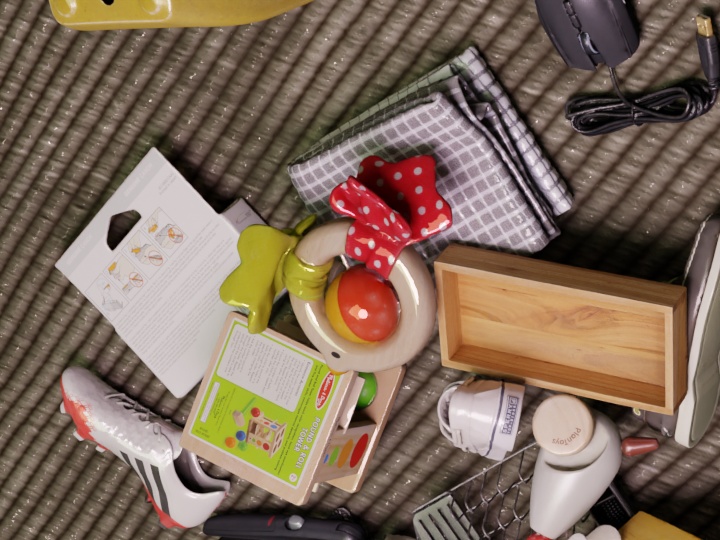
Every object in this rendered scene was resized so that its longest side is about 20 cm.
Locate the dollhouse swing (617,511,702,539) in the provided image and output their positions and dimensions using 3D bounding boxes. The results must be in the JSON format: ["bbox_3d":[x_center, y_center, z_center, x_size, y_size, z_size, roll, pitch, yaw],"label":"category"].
[{"bbox_3d":[0.259,0.332,1.633,0.200,0.176,0.182,44,173,-13],"label":"dollhouse swing"}]

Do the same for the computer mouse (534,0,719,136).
[{"bbox_3d":[0.194,-0.191,1.506,0.140,0.046,0.201,0,115,33],"label":"computer mouse"}]

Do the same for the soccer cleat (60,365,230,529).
[{"bbox_3d":[-0.208,0.162,1.936,0.085,0.069,0.200,-35,97,30],"label":"soccer cleat"}]

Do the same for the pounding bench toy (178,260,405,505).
[{"bbox_3d":[-0.040,0.082,1.742,0.124,0.156,0.201,24,97,20],"label":"pounding bench toy"}]

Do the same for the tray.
[{"bbox_3d":[0.157,0.044,1.571,0.199,0.037,0.099,11,124,26],"label":"tray"}]

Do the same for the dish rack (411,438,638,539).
[{"bbox_3d":[0.145,0.231,1.736,0.200,0.055,0.154,-32,97,23],"label":"dish rack"}]

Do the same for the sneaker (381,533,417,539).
[{"bbox_3d":[0.049,0.340,1.869,0.079,0.078,0.201,9,120,16],"label":"sneaker"}]

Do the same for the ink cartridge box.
[{"bbox_3d":[-0.166,-0.002,1.832,0.174,0.044,0.200,47,130,2],"label":"ink cartridge box"}]

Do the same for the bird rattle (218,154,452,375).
[{"bbox_3d":[0.000,0.000,1.595,0.199,0.113,0.164,-22,103,27],"label":"bird rattle"}]

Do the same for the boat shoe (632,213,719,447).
[{"bbox_3d":[0.256,0.043,1.578,0.060,0.072,0.202,22,120,28],"label":"boat shoe"}]

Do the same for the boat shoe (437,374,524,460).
[{"bbox_3d":[0.095,0.119,1.652,0.065,0.200,0.072,12,89,2],"label":"boat shoe"}]

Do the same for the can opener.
[{"bbox_3d":[-0.073,0.256,1.905,0.199,0.079,0.064,6,126,39],"label":"can opener"}]

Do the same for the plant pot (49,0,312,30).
[{"bbox_3d":[-0.155,-0.280,1.573,0.195,0.200,0.195,3,117,31],"label":"plant pot"}]

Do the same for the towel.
[{"bbox_3d":[0.054,-0.063,1.637,0.200,0.086,0.166,-27,100,38],"label":"towel"}]

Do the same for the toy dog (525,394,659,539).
[{"bbox_3d":[0.182,0.194,1.607,0.096,0.132,0.201,9,107,19],"label":"toy dog"}]
